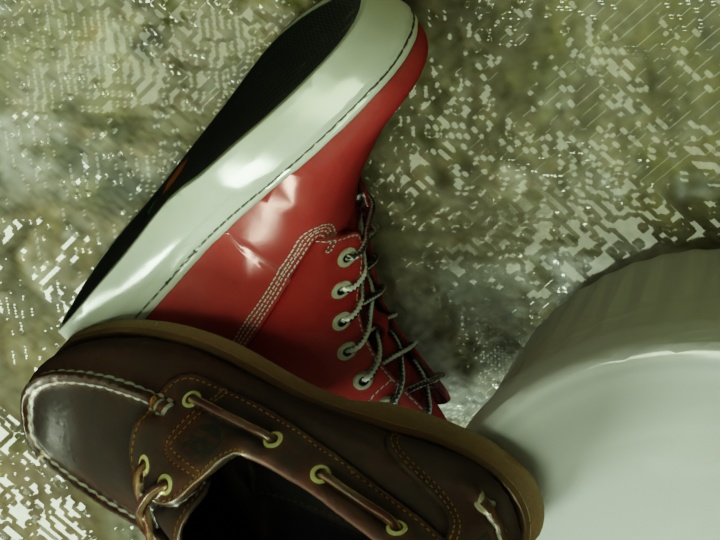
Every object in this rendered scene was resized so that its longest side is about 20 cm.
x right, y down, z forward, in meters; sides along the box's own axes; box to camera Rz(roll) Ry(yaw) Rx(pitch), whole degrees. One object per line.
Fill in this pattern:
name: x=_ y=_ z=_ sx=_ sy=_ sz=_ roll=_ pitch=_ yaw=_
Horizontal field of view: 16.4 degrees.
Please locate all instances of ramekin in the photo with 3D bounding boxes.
ramekin: x=0.127 y=0.084 z=0.869 sx=0.201 sy=0.094 sz=0.203 roll=7 pitch=124 yaw=11

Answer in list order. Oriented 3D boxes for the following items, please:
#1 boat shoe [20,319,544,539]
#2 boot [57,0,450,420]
boat shoe: x=-0.040 y=0.070 z=0.831 sx=0.199 sy=0.070 sz=0.071 roll=12 pitch=127 yaw=31
boot: x=0.000 y=0.000 z=0.866 sx=0.144 sy=0.073 sz=0.200 roll=35 pitch=133 yaw=-9
